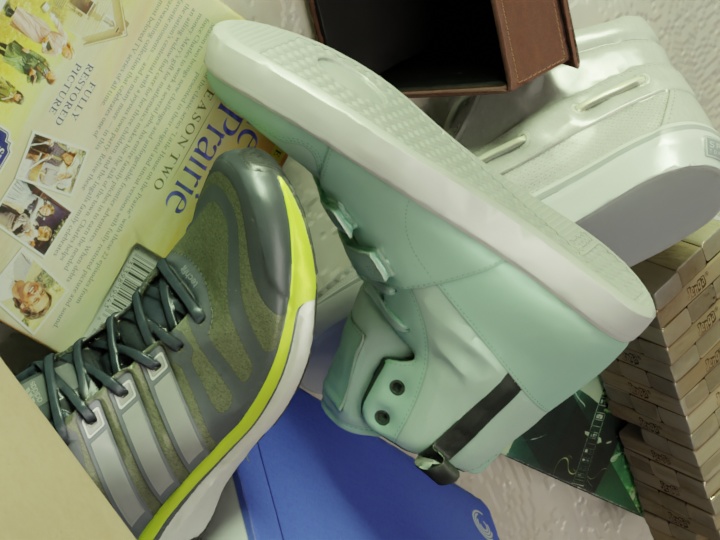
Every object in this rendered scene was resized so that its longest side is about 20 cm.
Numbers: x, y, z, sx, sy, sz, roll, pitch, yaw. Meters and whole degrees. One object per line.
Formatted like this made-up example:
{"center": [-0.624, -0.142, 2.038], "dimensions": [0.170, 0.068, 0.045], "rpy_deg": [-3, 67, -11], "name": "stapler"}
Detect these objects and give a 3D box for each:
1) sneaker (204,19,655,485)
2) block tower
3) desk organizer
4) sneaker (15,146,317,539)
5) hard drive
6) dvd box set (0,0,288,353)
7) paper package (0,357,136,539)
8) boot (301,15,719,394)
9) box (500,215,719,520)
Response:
{"center": [0.000, 0.000, 0.853], "dimensions": [0.200, 0.074, 0.118], "rpy_deg": [36, 108, -14], "name": "sneaker"}
{"center": [0.149, 0.058, 1.026], "dimensions": [0.054, 0.058, 0.200], "rpy_deg": [-40, 127, -25], "name": "block tower"}
{"center": [0.017, -0.159, 0.866], "dimensions": [0.077, 0.072, 0.200], "rpy_deg": [-31, 123, -26], "name": "desk organizer"}
{"center": [-0.080, 0.044, 0.814], "dimensions": [0.081, 0.074, 0.200], "rpy_deg": [13, 112, -34], "name": "sneaker"}
{"center": [0.003, 0.114, 0.922], "dimensions": [0.025, 0.132, 0.200], "rpy_deg": [-36, 136, 20], "name": "hard drive"}
{"center": [-0.115, -0.056, 0.816], "dimensions": [0.200, 0.029, 0.147], "rpy_deg": [33, 83, -42], "name": "dvd box set"}
{"center": [-0.137, 0.138, 0.716], "dimensions": [0.200, 0.103, 0.191], "rpy_deg": [53, 23, -2], "name": "paper package"}
{"center": [0.051, -0.028, 0.944], "dimensions": [0.200, 0.096, 0.074], "rpy_deg": [-26, 144, 7], "name": "boot"}
{"center": [0.115, 0.029, 1.046], "dimensions": [0.200, 0.036, 0.145], "rpy_deg": [26, 88, -43], "name": "box"}
